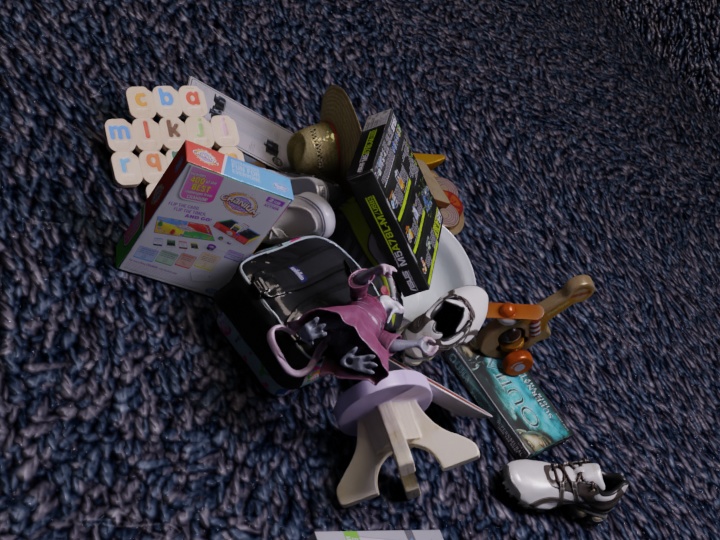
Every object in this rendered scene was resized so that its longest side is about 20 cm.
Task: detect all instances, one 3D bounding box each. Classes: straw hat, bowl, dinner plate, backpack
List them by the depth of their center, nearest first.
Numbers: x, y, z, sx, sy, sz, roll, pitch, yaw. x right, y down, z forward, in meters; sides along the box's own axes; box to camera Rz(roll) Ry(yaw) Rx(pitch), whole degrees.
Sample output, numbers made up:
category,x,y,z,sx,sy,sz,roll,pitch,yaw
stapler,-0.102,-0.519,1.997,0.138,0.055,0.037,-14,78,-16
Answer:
category,x,y,z,sx,sy,sz,roll,pitch,yaw
backpack,-0.074,0.054,1.511,0.178,0.151,0.199,50,44,11
dinner plate,0.089,0.158,1.596,0.199,0.024,0.200,30,0,0
straw hat,-0.062,-0.170,1.706,0.084,0.202,0.202,-15,57,-17
bowl,0.069,0.017,1.736,0.199,0.090,0.203,19,52,-26

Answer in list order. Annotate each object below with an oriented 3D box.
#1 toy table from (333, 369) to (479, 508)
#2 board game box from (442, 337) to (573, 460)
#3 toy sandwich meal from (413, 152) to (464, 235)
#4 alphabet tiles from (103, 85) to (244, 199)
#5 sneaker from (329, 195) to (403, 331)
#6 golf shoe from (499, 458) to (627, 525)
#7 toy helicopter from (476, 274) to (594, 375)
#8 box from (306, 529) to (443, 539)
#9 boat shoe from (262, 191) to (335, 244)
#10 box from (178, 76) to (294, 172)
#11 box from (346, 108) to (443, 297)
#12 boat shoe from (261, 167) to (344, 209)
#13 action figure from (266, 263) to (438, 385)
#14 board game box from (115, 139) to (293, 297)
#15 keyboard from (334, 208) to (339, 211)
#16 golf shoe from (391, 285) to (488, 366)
category,x,y,z,sx,sy,sz,roll,pitch,yaw
toy table,0.045,0.210,1.451,0.200,0.182,0.118,46,22,-65
board game box,0.225,0.188,1.770,0.135,0.028,0.201,-11,59,-51
toy sandwich meal,0.109,-0.143,1.990,0.204,0.070,0.206,26,36,-21
alphabet tiles,-0.259,-0.168,1.639,0.198,0.015,0.198,-6,73,-30
sneaker,0.000,0.000,1.615,0.202,0.080,0.074,65,3,24
golf shoe,0.288,0.293,1.643,0.198,0.095,0.078,17,41,-29
toy helicopter,0.257,0.064,1.735,0.132,0.199,0.079,34,29,-44
box,0.038,0.380,1.357,0.198,0.041,0.157,9,45,-37
boat shoe,-0.118,-0.068,1.598,0.199,0.073,0.065,10,26,44
box,-0.192,-0.197,1.760,0.199,0.060,0.117,27,36,-21
box,0.052,-0.097,1.614,0.201,0.047,0.195,-74,144,-56
boat shoe,-0.097,-0.112,1.672,0.066,0.199,0.071,-1,93,-40
action figure,-0.001,0.075,1.408,0.135,0.148,0.200,65,20,-9
board game box,-0.199,-0.059,1.472,0.152,0.200,0.041,19,39,-30
keyboard,-0.040,-0.064,1.732,0.126,0.021,0.200,5,26,23
golf shoe,0.135,0.068,1.626,0.199,0.094,0.078,-34,89,-44
